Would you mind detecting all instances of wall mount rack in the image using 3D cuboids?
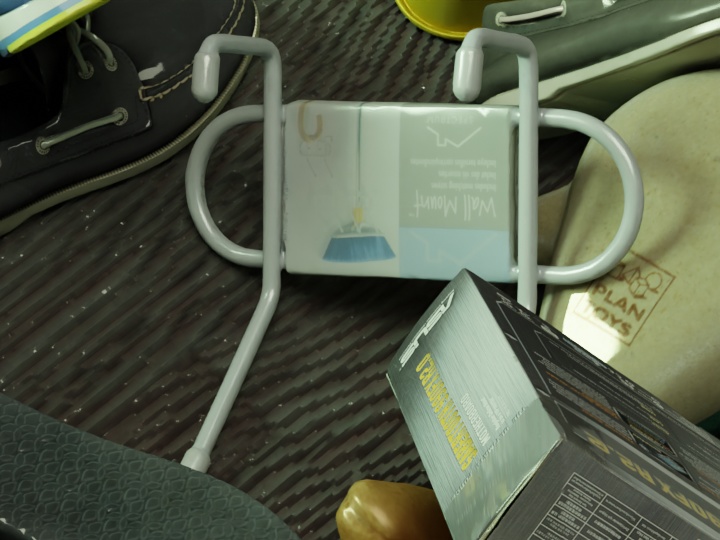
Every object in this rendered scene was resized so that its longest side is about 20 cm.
[{"bbox_3d":[0.000,0.000,0.823,0.199,0.074,0.175,3,94,31],"label":"wall mount rack"}]

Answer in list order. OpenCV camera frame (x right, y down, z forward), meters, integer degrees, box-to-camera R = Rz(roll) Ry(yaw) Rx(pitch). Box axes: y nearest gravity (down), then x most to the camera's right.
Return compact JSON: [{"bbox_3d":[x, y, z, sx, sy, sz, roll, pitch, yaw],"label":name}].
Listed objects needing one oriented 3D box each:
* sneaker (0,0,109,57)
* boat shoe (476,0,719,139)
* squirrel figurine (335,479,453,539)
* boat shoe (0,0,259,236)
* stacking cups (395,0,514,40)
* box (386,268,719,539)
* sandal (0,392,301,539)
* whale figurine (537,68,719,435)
[{"bbox_3d":[-0.148,-0.141,0.873,0.074,0.082,0.200,-35,23,-16],"label":"sneaker"},{"bbox_3d":[0.122,-0.102,0.868,0.067,0.199,0.057,9,71,-47],"label":"boat shoe"},{"bbox_3d":[0.085,0.171,0.680,0.199,0.187,0.142,15,96,-23],"label":"squirrel figurine"},{"bbox_3d":[-0.119,-0.073,0.892,0.200,0.063,0.073,-35,66,-24],"label":"boat shoe"},{"bbox_3d":[0.046,-0.178,0.892,0.060,0.200,0.061,1,56,-2],"label":"stacking cups"},{"bbox_3d":[0.109,0.092,0.707,0.200,0.158,0.048,33,101,-16],"label":"box"},{"bbox_3d":[-0.094,0.097,0.803,0.200,0.043,0.076,29,49,16],"label":"sandal"},{"bbox_3d":[0.122,0.023,0.845,0.159,0.104,0.200,30,81,36],"label":"whale figurine"}]
